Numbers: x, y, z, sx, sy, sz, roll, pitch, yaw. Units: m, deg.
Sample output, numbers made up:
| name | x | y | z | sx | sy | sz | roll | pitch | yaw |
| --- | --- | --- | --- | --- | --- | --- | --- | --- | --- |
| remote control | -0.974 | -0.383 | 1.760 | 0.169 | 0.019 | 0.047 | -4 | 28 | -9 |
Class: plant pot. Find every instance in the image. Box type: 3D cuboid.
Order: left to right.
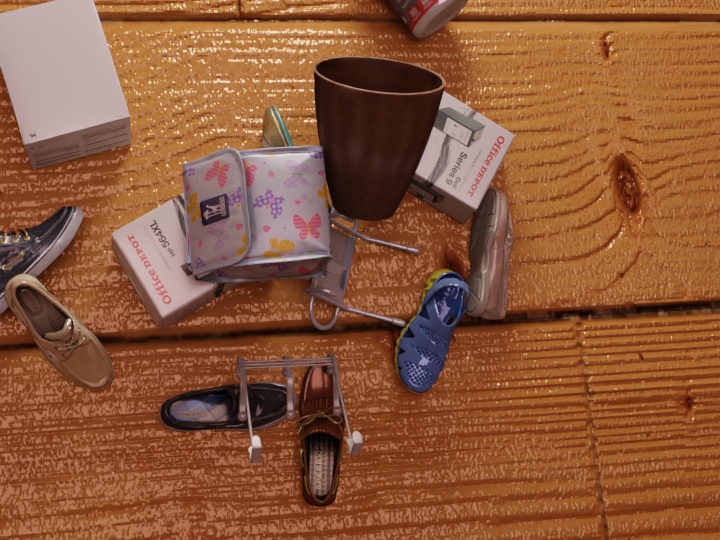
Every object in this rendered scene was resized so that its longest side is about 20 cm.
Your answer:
| name | x | y | z | sx | sy | sz | roll | pitch | yaw |
| --- | --- | --- | --- | --- | --- | --- | --- | --- | --- |
| plant pot | 0.016 | -0.181 | 1.496 | 0.184 | 0.187 | 0.202 | 2 | 115 | -10 |

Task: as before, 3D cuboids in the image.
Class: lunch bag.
| name | x | y | z | sx | sy | sz | roll | pitch | yaw |
| --- | --- | --- | --- | --- | --- | --- | --- | --- | --- |
| lunch bag | -0.144 | -0.075 | 1.452 | 0.197 | 0.127 | 0.172 | -3 | 74 | -6 |

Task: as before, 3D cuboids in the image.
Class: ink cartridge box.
| name | x | y | z | sx | sy | sz | roll | pitch | yaw |
| --- | --- | --- | --- | --- | --- | --- | --- | --- | --- |
| ink cartridge box | -0.241 | -0.031 | 1.528 | 0.199 | 0.084 | 0.147 | -32 | 85 | -17 |
| ink cartridge box | 0.119 | -0.190 | 1.632 | 0.199 | 0.084 | 0.147 | 30 | 74 | -2 |

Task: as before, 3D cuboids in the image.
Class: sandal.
| name | x | y | z | sx | sy | sz | roll | pitch | yaw |
| --- | --- | --- | --- | --- | --- | --- | --- | --- | --- |
| sandal | 0.110 | 0.085 | 1.566 | 0.079 | 0.087 | 0.202 | 22 | 76 | -12 |

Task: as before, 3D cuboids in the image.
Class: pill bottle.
| name | x | y | z | sx | sy | sz | roll | pitch | yaw |
| --- | --- | --- | --- | --- | --- | --- | --- | --- | --- |
| pill bottle | 0.076 | -0.483 | 1.676 | 0.115 | 0.116 | 0.201 | -36 | 85 | -16 |

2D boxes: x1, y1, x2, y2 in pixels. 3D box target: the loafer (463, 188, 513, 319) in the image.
| name | x | y | z | sx | sy | sz | roll | pitch | yaw |
| --- | --- | --- | --- | --- | --- | --- | --- | --- | --- |
| loafer | 0.206 | -0.023 | 1.626 | 0.062 | 0.072 | 0.203 | 14 | 81 | -24 |

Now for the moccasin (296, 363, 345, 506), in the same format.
| name | x | y | z | sx | sy | sz | roll | pitch | yaw |
| --- | --- | --- | --- | --- | --- | --- | --- | --- | --- |
| moccasin | -0.058 | 0.232 | 1.504 | 0.073 | 0.078 | 0.204 | 8 | 74 | -5 |

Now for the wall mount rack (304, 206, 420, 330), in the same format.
| name | x | y | z | sx | sy | sz | roll | pitch | yaw |
| --- | --- | --- | --- | --- | --- | --- | --- | --- | --- |
| wall mount rack | 0.000 | 0.000 | 1.575 | 0.173 | 0.074 | 0.202 | 25 | 73 | -44 |

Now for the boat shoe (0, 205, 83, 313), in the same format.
| name | x | y | z | sx | sy | sz | roll | pitch | yaw |
| --- | --- | --- | --- | --- | --- | --- | --- | --- | --- |
| boat shoe | -0.483 | -0.034 | 1.476 | 0.201 | 0.071 | 0.091 | -51 | 118 | -15 |

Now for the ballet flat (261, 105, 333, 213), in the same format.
| name | x | y | z | sx | sy | sz | roll | pitch | yaw |
| --- | --- | --- | --- | --- | --- | --- | --- | --- | --- |
| ballet flat | -0.112 | -0.154 | 1.594 | 0.070 | 0.071 | 0.201 | -27 | 84 | -15 |

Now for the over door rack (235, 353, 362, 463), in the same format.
| name | x | y | z | sx | sy | sz | roll | pitch | yaw |
| --- | --- | --- | --- | --- | --- | --- | --- | --- | --- |
| over door rack | -0.090 | 0.191 | 1.422 | 0.146 | 0.067 | 0.201 | -2 | 33 | -12 |

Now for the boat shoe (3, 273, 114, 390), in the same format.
| name | x | y | z | sx | sy | sz | roll | pitch | yaw |
| --- | --- | --- | --- | --- | --- | --- | --- | --- | --- |
| boat shoe | -0.414 | 0.090 | 1.454 | 0.072 | 0.065 | 0.201 | -41 | 109 | -15 |

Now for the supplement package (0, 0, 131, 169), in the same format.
| name | x | y | z | sx | sy | sz | roll | pitch | yaw |
| --- | --- | --- | --- | --- | --- | --- | --- | --- | --- |
| supplement package | -0.436 | -0.275 | 1.536 | 0.154 | 0.111 | 0.202 | -17 | 81 | -14 |

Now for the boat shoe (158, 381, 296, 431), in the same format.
| name | x | y | z | sx | sy | sz | roll | pitch | yaw |
| --- | --- | --- | --- | --- | --- | --- | --- | --- | --- |
| boat shoe | -0.187 | 0.192 | 1.496 | 0.197 | 0.066 | 0.071 | -1 | 77 | -11 |
